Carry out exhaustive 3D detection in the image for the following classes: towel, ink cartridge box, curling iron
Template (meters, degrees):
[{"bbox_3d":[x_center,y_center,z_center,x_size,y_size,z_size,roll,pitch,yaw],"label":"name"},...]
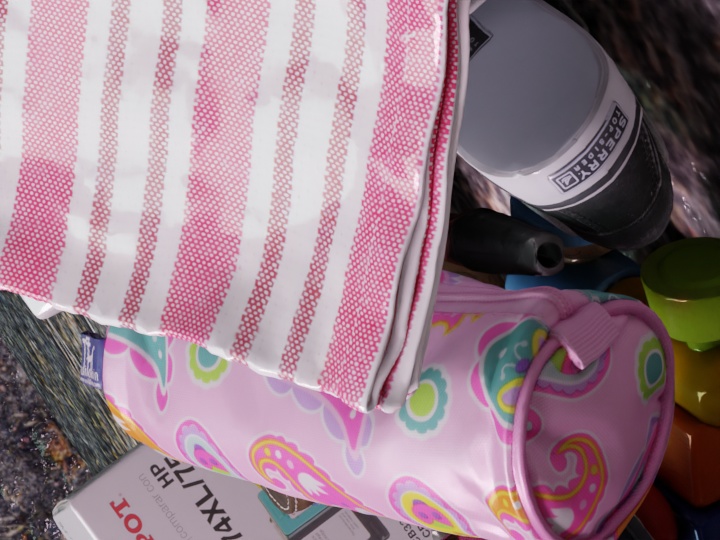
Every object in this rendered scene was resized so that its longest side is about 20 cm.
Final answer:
[{"bbox_3d":[-0.067,-0.053,0.556,0.199,0.030,0.147,15,114,21],"label":"towel"},{"bbox_3d":[-0.050,0.133,1.175,0.147,0.200,0.146,53,165,0],"label":"ink cartridge box"},{"bbox_3d":[0.034,-0.018,0.721,0.050,0.025,0.200,56,177,-15],"label":"curling iron"}]

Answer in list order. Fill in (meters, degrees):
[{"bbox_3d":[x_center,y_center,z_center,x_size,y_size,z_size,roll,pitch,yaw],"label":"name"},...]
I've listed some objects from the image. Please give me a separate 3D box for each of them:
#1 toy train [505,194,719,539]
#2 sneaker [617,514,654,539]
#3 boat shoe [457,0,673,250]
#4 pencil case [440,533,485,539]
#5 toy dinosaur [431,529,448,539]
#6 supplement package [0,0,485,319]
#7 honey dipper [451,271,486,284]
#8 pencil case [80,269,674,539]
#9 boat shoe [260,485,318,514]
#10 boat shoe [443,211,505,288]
[{"bbox_3d":[0.120,0.042,0.709,0.200,0.084,0.116,37,144,46],"label":"toy train"},{"bbox_3d":[0.127,0.107,0.641,0.077,0.202,0.147,26,-150,-58],"label":"sneaker"},{"bbox_3d":[0.042,-0.076,0.693,0.068,0.074,0.199,41,-176,-42],"label":"boat shoe"},{"bbox_3d":[0.095,0.164,0.735,0.200,0.094,0.091,32,-168,31],"label":"pencil case"},{"bbox_3d":[0.091,0.090,0.840,0.200,0.102,0.136,53,166,-19],"label":"toy dinosaur"},{"bbox_3d":[-0.036,-0.095,0.607,0.200,0.109,0.114,-37,89,32],"label":"supplement package"},{"bbox_3d":[0.000,0.000,0.780,0.200,0.038,0.038,30,152,50],"label":"honey dipper"},{"bbox_3d":[0.002,0.033,0.671,0.199,0.087,0.088,11,138,43],"label":"pencil case"},{"bbox_3d":[-0.079,0.050,1.004,0.072,0.072,0.201,29,152,55],"label":"boat shoe"},{"bbox_3d":[0.005,-0.015,0.905,0.200,0.065,0.072,56,-152,-21],"label":"boat shoe"}]
